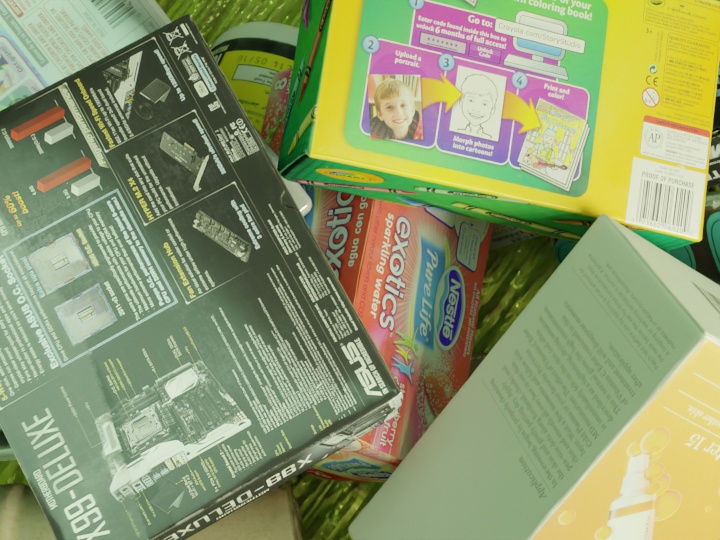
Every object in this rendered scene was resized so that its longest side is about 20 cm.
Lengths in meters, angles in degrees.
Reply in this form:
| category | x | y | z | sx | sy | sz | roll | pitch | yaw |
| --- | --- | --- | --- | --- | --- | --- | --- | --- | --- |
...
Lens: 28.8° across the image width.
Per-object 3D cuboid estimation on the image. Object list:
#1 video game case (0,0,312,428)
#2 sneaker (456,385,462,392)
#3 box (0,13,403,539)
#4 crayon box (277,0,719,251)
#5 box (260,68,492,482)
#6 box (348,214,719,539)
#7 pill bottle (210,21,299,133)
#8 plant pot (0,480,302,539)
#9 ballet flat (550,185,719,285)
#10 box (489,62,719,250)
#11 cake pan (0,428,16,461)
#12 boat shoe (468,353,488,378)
| category | x | y | z | sx | sy | sz | roll | pitch | yaw |
| --- | --- | --- | --- | --- | --- | --- | --- | --- | --- |
| video game case | -0.153 | -0.053 | 0.670 | 0.181 | 0.024 | 0.201 | -39 | 89 | -10 |
| sneaker | 0.105 | 0.107 | 0.746 | 0.197 | 0.116 | 0.079 | -9 | 67 | 11 |
| box | -0.096 | 0.012 | 0.617 | 0.156 | 0.050 | 0.202 | -29 | 79 | -9 |
| crayon box | 0.069 | -0.086 | 0.661 | 0.197 | 0.058 | 0.121 | 11 | 80 | -15 |
| box | 0.000 | 0.000 | 0.726 | 0.094 | 0.102 | 0.203 | -6 | 66 | 40 |
| box | 0.109 | 0.098 | 0.649 | 0.201 | 0.123 | 0.098 | -53 | 35 | 17 |
| pill bottle | -0.069 | -0.033 | 0.808 | 0.111 | 0.113 | 0.202 | 12 | 62 | 16 |
| plant pot | -0.113 | 0.193 | 0.753 | 0.181 | 0.201 | 0.203 | -11 | 72 | -2 |
| ballet flat | 0.195 | -0.025 | 0.763 | 0.198 | 0.072 | 0.073 | 7 | 75 | 38 |
| box | 0.141 | -0.128 | 0.789 | 0.196 | 0.050 | 0.203 | -16 | 56 | 27 |
| cake pan | -0.178 | -0.008 | 0.691 | 0.197 | 0.037 | 0.204 | 1 | 81 | -7 |
| boat shoe | -0.014 | 0.064 | 0.813 | 0.197 | 0.071 | 0.066 | -10 | 73 | 12 |
